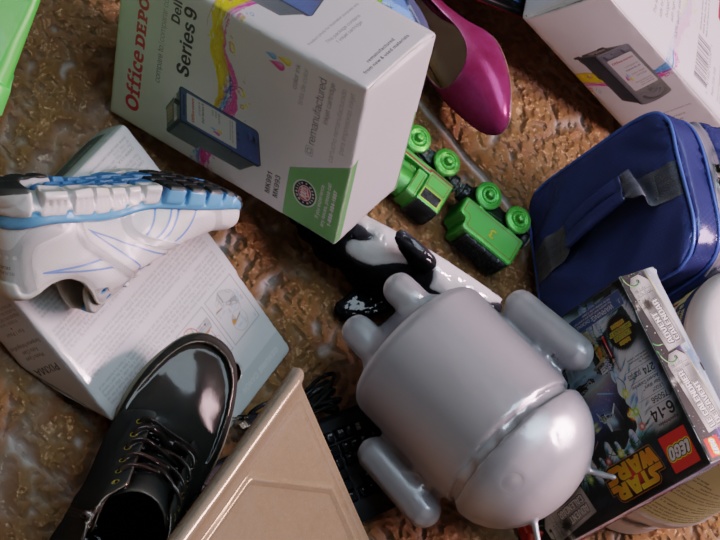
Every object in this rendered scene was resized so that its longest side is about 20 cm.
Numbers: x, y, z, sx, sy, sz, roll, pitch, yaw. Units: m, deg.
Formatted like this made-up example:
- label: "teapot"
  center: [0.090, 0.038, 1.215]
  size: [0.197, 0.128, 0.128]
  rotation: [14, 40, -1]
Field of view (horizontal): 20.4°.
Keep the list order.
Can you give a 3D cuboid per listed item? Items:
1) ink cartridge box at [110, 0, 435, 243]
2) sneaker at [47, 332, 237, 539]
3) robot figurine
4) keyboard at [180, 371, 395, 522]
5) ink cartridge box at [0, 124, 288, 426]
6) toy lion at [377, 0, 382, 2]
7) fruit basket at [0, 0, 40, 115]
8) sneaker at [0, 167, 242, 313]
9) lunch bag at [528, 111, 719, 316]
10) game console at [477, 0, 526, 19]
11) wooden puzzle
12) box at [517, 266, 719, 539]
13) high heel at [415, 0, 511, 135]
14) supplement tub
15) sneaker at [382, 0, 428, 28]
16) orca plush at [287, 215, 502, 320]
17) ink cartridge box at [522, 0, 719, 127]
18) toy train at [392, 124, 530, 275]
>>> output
- label: "ink cartridge box"
  center: [-0.065, -0.134, 1.358]
  size: [0.200, 0.146, 0.087]
  rotation: [32, 48, 17]
- label: "sneaker"
  center: [-0.120, 0.118, 1.224]
  size: [0.075, 0.106, 0.201]
  rotation: [32, 66, -11]
- label: "robot figurine"
  center: [0.077, 0.091, 1.342]
  size: [0.200, 0.170, 0.113]
  rotation: [46, 5, 18]
- label: "keyboard"
  center: [-0.038, 0.128, 1.339]
  size: [0.199, 0.040, 0.104]
  rotation: [-19, 78, -42]
- label: "ink cartridge box"
  center: [-0.153, 0.029, 1.333]
  size: [0.200, 0.047, 0.160]
  rotation: [54, 47, -18]
- label: "toy lion"
  center: [-0.059, -0.270, 1.456]
  size: [0.199, 0.069, 0.193]
  rotation: [8, 76, -1]
- label: "fruit basket"
  center: [-0.318, -0.149, 1.275]
  size: [0.214, 0.156, 0.217]
  rotation: [-2, 101, -8]
- label: "sneaker"
  center: [-0.158, -0.018, 1.276]
  size: [0.199, 0.075, 0.087]
  rotation: [-6, 106, -46]
- label: "lunch bag"
  center: [0.220, -0.028, 1.491]
  size: [0.132, 0.200, 0.137]
  rotation: [6, 62, -33]
- label: "game console"
  center: [0.069, -0.307, 1.573]
  size: [0.199, 0.118, 0.173]
  rotation: [15, 94, -39]
- label: "wooden puzzle"
  center: [-0.062, 0.188, 1.233]
  size: [0.185, 0.037, 0.201]
  rotation: [-53, 138, -40]
- label: "box"
  center: [0.158, 0.103, 1.379]
  size: [0.040, 0.200, 0.137]
  rotation: [-15, 73, -40]
- label: "high heel"
  center: [0.042, -0.186, 1.544]
  size: [0.096, 0.067, 0.201]
  rotation: [-4, 62, -45]
- label: "supplement tub"
  center: [0.241, 0.099, 1.435]
  size: [0.144, 0.200, 0.146]
  rotation: [15, 58, -26]
- label: "sneaker"
  center: [-0.038, -0.208, 1.511]
  size: [0.200, 0.074, 0.082]
  rotation: [37, 52, -2]
- label: "orca plush"
  center: [0.000, 0.000, 1.421]
  size: [0.200, 0.105, 0.071]
  rotation: [33, 83, -17]
- label: "ink cartridge box"
  center: [0.227, -0.210, 1.632]
  size: [0.200, 0.085, 0.148]
  rotation: [41, 47, -35]
- label: "toy train"
  center: [0.044, -0.071, 1.508]
  size: [0.200, 0.042, 0.057]
  rotation: [38, 61, -10]
